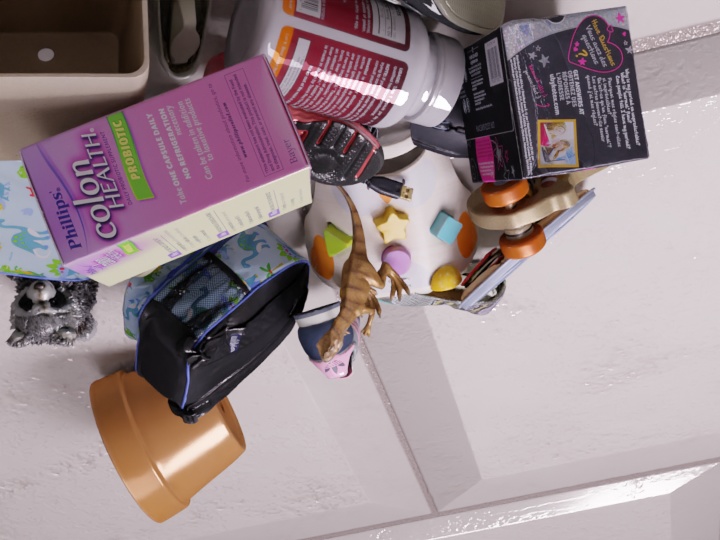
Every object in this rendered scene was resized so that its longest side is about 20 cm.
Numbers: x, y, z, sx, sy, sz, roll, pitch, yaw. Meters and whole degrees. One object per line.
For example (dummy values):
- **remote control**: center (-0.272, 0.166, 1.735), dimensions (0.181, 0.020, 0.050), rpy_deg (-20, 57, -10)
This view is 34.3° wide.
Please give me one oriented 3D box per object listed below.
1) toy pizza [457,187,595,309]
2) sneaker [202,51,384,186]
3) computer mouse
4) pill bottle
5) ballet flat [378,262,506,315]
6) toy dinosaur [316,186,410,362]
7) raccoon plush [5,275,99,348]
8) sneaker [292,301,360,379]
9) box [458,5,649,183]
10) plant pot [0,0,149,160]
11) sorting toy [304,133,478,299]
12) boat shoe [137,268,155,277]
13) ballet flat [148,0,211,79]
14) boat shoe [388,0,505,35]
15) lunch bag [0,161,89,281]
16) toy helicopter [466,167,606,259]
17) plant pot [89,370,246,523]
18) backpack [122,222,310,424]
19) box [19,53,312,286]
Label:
- **toy pizza**: center (0.178, -0.030, 1.292), dimensions (0.200, 0.032, 0.200), rpy_deg (-41, 173, -6)
- **sneaker**: center (-0.061, -0.153, 1.111), dimensions (0.199, 0.087, 0.074), rpy_deg (23, 130, -24)
- **computer mouse**: center (0.084, -0.124, 1.176), dimensions (0.199, 0.046, 0.141), rpy_deg (9, 118, -22)
- **pill bottle**: center (-0.012, -0.193, 1.047), dimensions (0.199, 0.113, 0.113), rpy_deg (12, 140, -24)
- **ballet flat**: center (0.092, 0.007, 1.375), dimensions (0.199, 0.072, 0.072), rpy_deg (9, 141, -32)
- **toy dinosaur**: center (0.000, 0.000, 1.202), dimensions (0.060, 0.201, 0.106), rpy_deg (-10, 153, 33)
- **raccoon plush**: center (-0.329, 0.062, 1.317), dimensions (0.096, 0.135, 0.200), rpy_deg (-16, 143, 10)
- **sneaker**: center (-0.032, 0.082, 1.302), dimensions (0.070, 0.083, 0.200), rpy_deg (-18, 176, 7)
- **box**: center (0.164, -0.152, 1.037), dimensions (0.114, 0.133, 0.200), rpy_deg (-10, -175, -7)
- **plant pot**: center (-0.270, -0.192, 0.952), dimensions (0.198, 0.201, 0.177), rpy_deg (-2, 156, -8)
- **sorting toy**: center (0.029, -0.070, 1.259), dimensions (0.199, 0.107, 0.181), rpy_deg (-9, 125, 2)
- **boat shoe**: center (-0.201, -0.084, 1.168), dimensions (0.068, 0.075, 0.200), rpy_deg (18, 114, -41)
- **ballet flat**: center (-0.147, -0.243, 0.994), dimensions (0.069, 0.070, 0.200), rpy_deg (2, 143, -12)
- **boat shoe**: center (0.051, -0.262, 1.022), dimensions (0.199, 0.072, 0.067), rpy_deg (17, 176, -40)
- **lunch bag**: center (-0.326, -0.077, 1.175), dimensions (0.160, 0.083, 0.200), rpy_deg (5, 142, -19)
- **toy helicopter**: center (0.201, -0.099, 1.204), dimensions (0.199, 0.132, 0.079), rpy_deg (-26, 114, -5)
- **plant pot**: center (-0.237, 0.201, 1.493), dimensions (0.139, 0.201, 0.200), rpy_deg (-26, 143, -1)
- **backpack**: center (-0.159, 0.035, 1.283), dimensions (0.200, 0.147, 0.183), rpy_deg (-39, 163, -28)
- **box**: center (-0.147, -0.075, 0.946), dimensions (0.199, 0.097, 0.176), rpy_deg (-23, 176, -3)
